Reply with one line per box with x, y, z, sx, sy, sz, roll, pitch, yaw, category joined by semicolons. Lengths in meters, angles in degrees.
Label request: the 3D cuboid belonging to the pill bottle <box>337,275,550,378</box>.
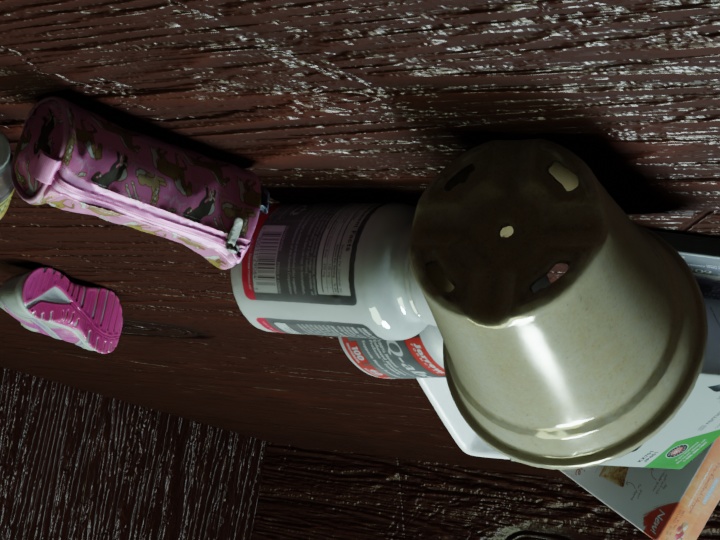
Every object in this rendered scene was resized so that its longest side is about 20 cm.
0.073;0.037;1.293;0.115;0.117;0.199;17;167;-31;pill bottle

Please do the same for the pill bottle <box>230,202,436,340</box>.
0.000;0.000;1.190;0.198;0.112;0.110;2;166;36;pill bottle

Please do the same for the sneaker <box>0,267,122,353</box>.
-0.385;0.047;1.867;0.087;0.082;0.200;4;159;35;sneaker

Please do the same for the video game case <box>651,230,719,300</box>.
0.292;0.006;1.199;0.141;0.019;0.200;8;167;13;video game case

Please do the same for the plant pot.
0.123;0.009;0.996;0.198;0.202;0.184;4;156;26;plant pot

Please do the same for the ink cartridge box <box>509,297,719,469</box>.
0.221;0.090;1.196;0.198;0.084;0.147;7;139;-32;ink cartridge box

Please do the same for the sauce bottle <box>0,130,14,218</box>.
-0.318;-0.077;1.211;0.065;0.067;0.200;13;170;-15;sauce bottle

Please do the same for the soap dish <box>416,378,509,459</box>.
0.137;0.101;1.460;0.156;0.082;0.201;-1;133;41;soap dish

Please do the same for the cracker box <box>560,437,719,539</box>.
0.279;0.174;1.455;0.057;0.135;0.200;28;-177;-38;cracker box

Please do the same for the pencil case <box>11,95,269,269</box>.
-0.166;-0.064;1.099;0.199;0.084;0.086;20;166;-38;pencil case
